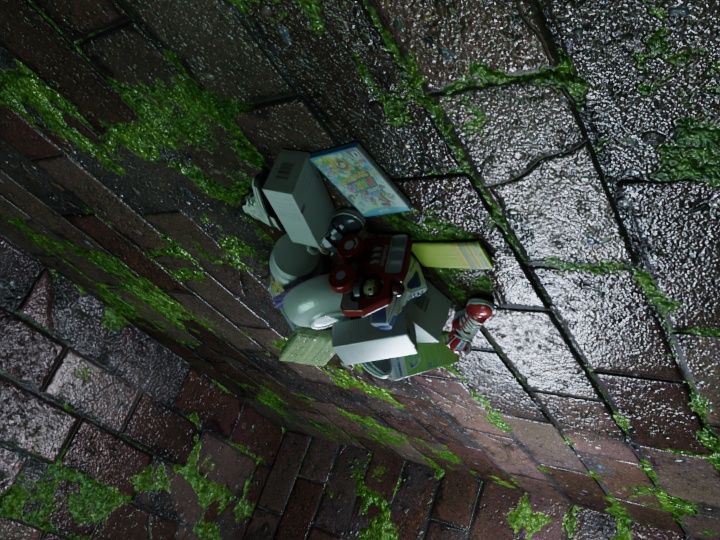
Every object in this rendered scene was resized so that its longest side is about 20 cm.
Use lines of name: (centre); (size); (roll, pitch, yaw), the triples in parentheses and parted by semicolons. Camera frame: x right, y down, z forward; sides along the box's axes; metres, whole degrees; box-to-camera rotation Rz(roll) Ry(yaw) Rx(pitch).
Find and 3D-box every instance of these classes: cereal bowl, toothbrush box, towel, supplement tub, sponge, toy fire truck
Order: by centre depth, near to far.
toy fire truck: (0.028, 0.007, 1.486); (0.163, 0.205, 0.113); (-4, 144, 26)
towel: (0.205, -0.038, 1.490); (0.196, 0.018, 0.087); (2, 142, 42)
cereal bowl: (-0.091, 0.088, 1.629); (0.194, 0.085, 0.201); (-17, 160, -6)
sponge: (-0.125, 0.067, 1.706); (0.110, 0.031, 0.197); (-35, 155, 29)
supplement tub: (-0.171, -0.002, 1.744); (0.142, 0.149, 0.201); (22, 156, 3)
towel: (-0.132, 0.203, 1.748); (0.144, 0.038, 0.201); (8, 149, -18)
toothbrush box: (0.154, 0.232, 1.824); (0.194, 0.089, 0.145); (-13, 180, -15)

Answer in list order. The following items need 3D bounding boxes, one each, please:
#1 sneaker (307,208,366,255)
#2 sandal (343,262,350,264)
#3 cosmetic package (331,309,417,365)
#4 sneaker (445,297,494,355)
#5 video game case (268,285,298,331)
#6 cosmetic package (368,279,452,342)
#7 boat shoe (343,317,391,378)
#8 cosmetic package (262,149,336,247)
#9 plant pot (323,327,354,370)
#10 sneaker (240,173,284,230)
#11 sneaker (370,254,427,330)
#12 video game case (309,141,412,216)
sneaker: (-0.060, -0.083, 1.565); (0.078, 0.081, 0.198); (34, 152, -22)
sandal: (0.000, 0.001, 1.677); (0.043, 0.078, 0.197); (36, 154, -32)
cosmetic package: (0.035, 0.166, 1.611); (0.194, 0.076, 0.102); (-12, 144, 14)
sneaker: (0.277, 0.147, 1.672); (0.070, 0.115, 0.201); (23, 156, -3)
video game case: (-0.198, 0.087, 1.917); (0.202, 0.022, 0.183); (55, 147, 18)
cosmetic package: (0.095, 0.091, 1.717); (0.198, 0.126, 0.198); (37, 154, -28)
boat shoe: (0.019, 0.193, 1.706); (0.202, 0.072, 0.062); (53, 144, -1)
cosmetic package: (-0.131, -0.155, 1.444); (0.079, 0.115, 0.201); (11, 155, 24)
plant pot: (-0.052, 0.167, 1.910); (0.195, 0.203, 0.202); (19, 157, 9)
sneaker: (-0.250, -0.167, 1.570); (0.112, 0.077, 0.202); (14, 156, 17)
sneaker: (0.104, 0.050, 1.550); (0.114, 0.205, 0.079); (28, 163, -36)
video game case: (0.002, -0.185, 1.375); (0.141, 0.018, 0.200); (-3, 144, 44)
